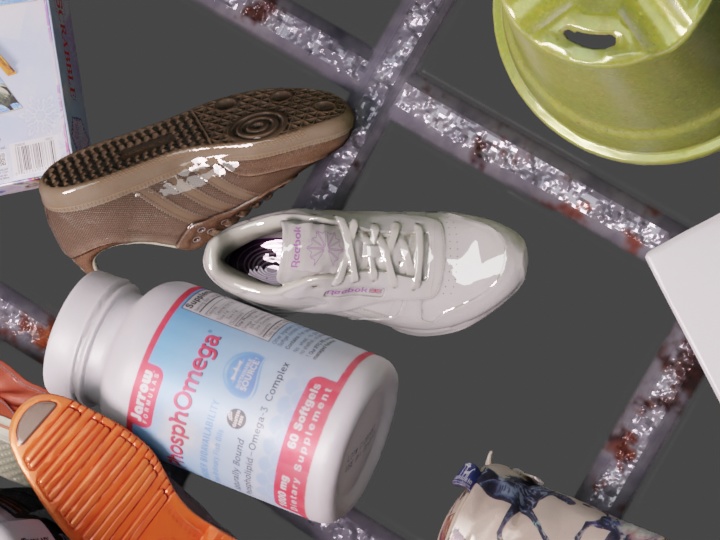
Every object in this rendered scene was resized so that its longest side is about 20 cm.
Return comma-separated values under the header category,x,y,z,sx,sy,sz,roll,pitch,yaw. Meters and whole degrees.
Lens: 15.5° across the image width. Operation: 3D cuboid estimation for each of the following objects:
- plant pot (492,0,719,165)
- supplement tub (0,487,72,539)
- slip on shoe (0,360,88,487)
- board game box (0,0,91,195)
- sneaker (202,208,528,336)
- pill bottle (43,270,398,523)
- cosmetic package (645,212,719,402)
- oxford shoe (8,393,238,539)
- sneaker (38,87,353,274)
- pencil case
category,x,y,z,sx,sy,sz,roll,pitch,yaw
plant pot,0.157,-0.170,1.530,0.200,0.184,0.200,-1,85,14
supplement tub,-0.220,0.192,1.594,0.122,0.200,0.123,-1,87,14
slip on shoe,-0.259,0.075,1.688,0.200,0.074,0.061,22,57,20
board game box,-0.283,-0.140,1.714,0.200,0.041,0.200,-10,84,14
sneaker,0.000,0.000,1.603,0.200,0.100,0.075,-2,83,13
pill bottle,-0.086,0.072,1.615,0.200,0.109,0.109,20,91,15
cosmetic package,0.248,0.062,1.530,0.081,0.113,0.200,-27,82,12
oxford shoe,-0.138,0.148,1.606,0.071,0.073,0.200,-46,105,-7
sneaker,-0.097,-0.056,1.656,0.200,0.070,0.076,-14,122,0
pencil case,0.144,0.177,1.565,0.200,0.078,0.089,19,76,15
